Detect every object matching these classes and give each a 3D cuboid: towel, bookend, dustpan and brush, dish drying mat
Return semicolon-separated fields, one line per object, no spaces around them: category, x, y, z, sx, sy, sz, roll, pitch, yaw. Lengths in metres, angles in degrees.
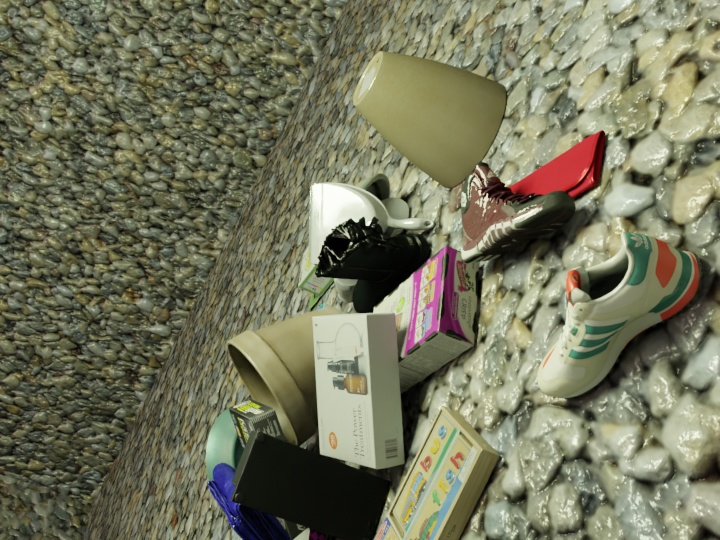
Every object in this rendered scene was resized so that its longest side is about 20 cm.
towel;-0.155;0.362;1.152;0.050;0.148;0.200;-40;14;-13
bookend;-0.095;0.291;1.103;0.199;0.199;0.093;-15;52;66
dustpan and brush;0.018;-0.076;1.300;0.057;0.199;0.140;12;-102;-68
dish drying mat;0.226;-0.101;0.992;0.200;0.018;0.077;-35;34;58

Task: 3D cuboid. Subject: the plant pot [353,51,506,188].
plant pot;0.095;-0.258;1.269;0.188;0.199;0.188;-54;22;33

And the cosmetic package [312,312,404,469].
cosmetic package;-0.006;0.160;1.098;0.151;0.051;0.201;-9;84;60

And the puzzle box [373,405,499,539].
puzzle box;0.081;0.268;0.917;0.201;0.025;0.133;-65;17;4

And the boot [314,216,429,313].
boot;0.000;0.001;1.255;0.198;0.162;0.074;-51;51;34

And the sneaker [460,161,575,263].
sneaker;0.173;-0.088;0.970;0.200;0.075;0.116;-33;65;59

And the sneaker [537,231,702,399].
sneaker;0.211;0.039;0.735;0.200;0.093;0.071;-51;22;36

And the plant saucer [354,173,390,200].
plant saucer;-0.013;-0.087;1.434;0.200;0.050;0.201;-55;-21;-32

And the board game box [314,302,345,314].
board game box;-0.093;0.182;1.460;0.148;0.064;0.201;-42;29;51

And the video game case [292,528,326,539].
video game case;-0.112;0.497;1.150;0.181;0.036;0.201;-50;24;43

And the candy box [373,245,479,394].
candy box;0.083;0.075;1.101;0.200;0.061;0.137;-43;31;49

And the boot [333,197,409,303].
boot;0.016;-0.034;1.416;0.200;0.073;0.096;-53;-12;-19

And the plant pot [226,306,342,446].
plant pot;-0.088;0.153;1.275;0.173;0.201;0.200;-32;8;-20

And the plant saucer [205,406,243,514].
plant saucer;-0.188;0.332;1.377;0.036;0.200;0.201;-16;44;27

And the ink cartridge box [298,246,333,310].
ink cartridge box;-0.081;-0.018;1.685;0.200;0.059;0.104;-51;23;38

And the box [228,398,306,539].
box;-0.144;0.312;1.272;0.160;0.044;0.201;-6;103;69
